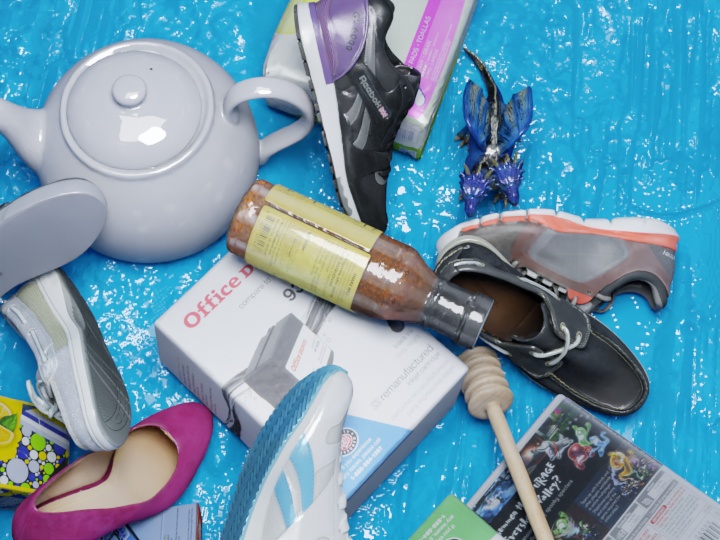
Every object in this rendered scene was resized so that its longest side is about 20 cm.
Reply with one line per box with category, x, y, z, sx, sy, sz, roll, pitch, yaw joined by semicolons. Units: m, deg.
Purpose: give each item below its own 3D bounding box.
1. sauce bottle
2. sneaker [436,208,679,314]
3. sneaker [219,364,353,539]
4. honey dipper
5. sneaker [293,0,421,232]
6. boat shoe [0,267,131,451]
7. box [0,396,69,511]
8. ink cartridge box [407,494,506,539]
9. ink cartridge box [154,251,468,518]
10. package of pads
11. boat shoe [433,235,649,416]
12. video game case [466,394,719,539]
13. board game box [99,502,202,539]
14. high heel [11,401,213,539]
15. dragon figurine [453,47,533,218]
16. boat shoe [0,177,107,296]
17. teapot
sauce bottle;0.000;0.000;0.973;0.199;0.066;0.066;27;70;7
sneaker;0.160;0.000;1.063;0.198;0.077;0.083;1;78;1
sneaker;-0.042;0.164;0.909;0.080;0.076;0.202;23;79;-15
honey dipper;0.113;0.143;0.985;0.038;0.038;0.201;-11;48;-6
sneaker;0.011;-0.121;1.049;0.087;0.202;0.076;-12;25;4
boat shoe;-0.225;0.071;0.994;0.064;0.075;0.202;-32;44;-2
box;-0.301;0.121;0.934;0.064;0.199;0.071;-18;64;33
ink cartridge box;0.091;0.273;0.883;0.146;0.084;0.200;-45;56;-11
ink cartridge box;-0.039;0.071;1.017;0.200;0.084;0.145;41;69;14
package of pads;0.013;-0.214;1.143;0.153;0.068;0.202;18;69;5
boat shoe;0.140;0.053;1.023;0.199;0.068;0.072;36;101;-6
video game case;0.154;0.214;0.963;0.181;0.023;0.200;35;76;33
board game box;-0.162;0.236;0.916;0.102;0.020;0.201;-8;28;-1
high heel;-0.169;0.144;0.957;0.067;0.097;0.200;35;49;11
dragon figurine;0.110;-0.120;1.090;0.058;0.100;0.202;6;63;1
boat shoe;-0.278;-0.022;1.022;0.199;0.069;0.057;-32;48;20
teapot;-0.169;-0.111;1.055;0.197;0.146;0.200;40;71;13
